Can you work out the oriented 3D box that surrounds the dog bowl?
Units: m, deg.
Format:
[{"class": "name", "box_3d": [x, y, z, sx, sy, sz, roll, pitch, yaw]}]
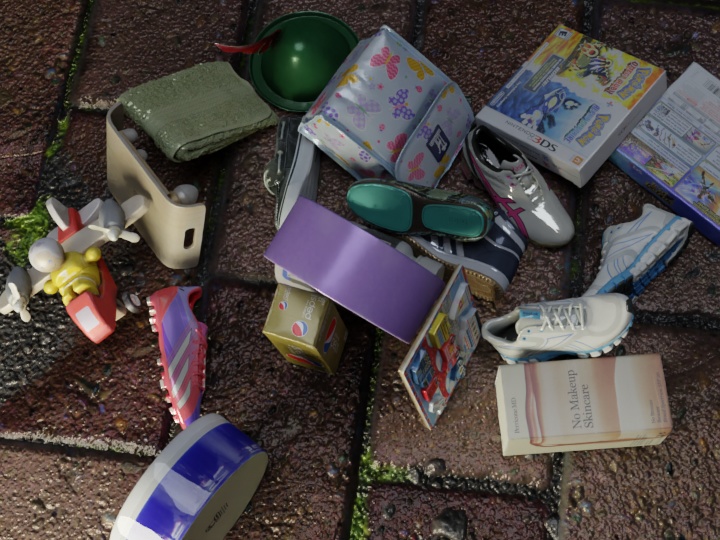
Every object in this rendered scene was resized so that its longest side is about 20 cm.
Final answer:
[{"class": "dog bowl", "box_3d": [-0.198, 0.271, 1.345, 0.079, 0.200, 0.200, 34, 74, 14]}]

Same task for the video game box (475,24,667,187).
[{"class": "video game box", "box_3d": [0.290, -0.231, 1.582, 0.182, 0.047, 0.200, 33, 73, 29]}]

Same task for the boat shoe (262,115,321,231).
[{"class": "boat shoe", "box_3d": [-0.099, -0.128, 1.580, 0.071, 0.072, 0.200, 2, 57, 13]}]

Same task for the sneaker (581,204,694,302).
[{"class": "sneaker", "box_3d": [0.339, -0.010, 1.497, 0.200, 0.075, 0.087, -41, 57, -15]}]

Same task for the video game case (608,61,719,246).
[{"class": "video game case", "box_3d": [0.472, -0.161, 1.562, 0.181, 0.045, 0.200, -43, 71, -14]}]

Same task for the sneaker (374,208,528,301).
[{"class": "sneaker", "box_3d": [0.125, -0.045, 1.526, 0.200, 0.070, 0.109, 26, 64, 20]}]

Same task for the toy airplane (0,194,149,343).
[{"class": "toy airplane", "box_3d": [-0.381, -0.020, 1.506, 0.199, 0.141, 0.200, 13, 82, 29]}]

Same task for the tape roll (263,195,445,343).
[{"class": "tape roll", "box_3d": [-0.007, -0.001, 1.331, 0.200, 0.200, 0.085, 30, 88, 15]}]

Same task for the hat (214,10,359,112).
[{"class": "hat", "box_3d": [-0.084, -0.328, 1.590, 0.166, 0.176, 0.200, 12, 67, 6]}]

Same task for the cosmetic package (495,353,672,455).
[{"class": "cosmetic package", "box_3d": [0.273, 0.166, 1.419, 0.200, 0.087, 0.103, -6, 69, 1]}]

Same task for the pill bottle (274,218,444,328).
[{"class": "pill bottle", "box_3d": [0.000, 0.000, 1.490, 0.200, 0.114, 0.114, 22, 71, 12]}]

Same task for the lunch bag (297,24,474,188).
[{"class": "lunch bag", "box_3d": [0.049, -0.202, 1.554, 0.200, 0.127, 0.170, 40, 74, -16]}]

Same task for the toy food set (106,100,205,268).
[{"class": "toy food set", "box_3d": [-0.276, -0.113, 1.540, 0.060, 0.144, 0.200, -28, 67, -27]}]

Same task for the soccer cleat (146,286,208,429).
[{"class": "soccer cleat", "box_3d": [-0.226, 0.110, 1.488, 0.076, 0.067, 0.200, -13, 65, -7]}]

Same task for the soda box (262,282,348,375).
[{"class": "soda box", "box_3d": [-0.065, 0.076, 1.414, 0.068, 0.200, 0.064, 16, 77, 10]}]

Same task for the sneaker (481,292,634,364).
[{"class": "sneaker", "box_3d": [0.237, 0.068, 1.409, 0.200, 0.087, 0.075, -21, 55, 34]}]

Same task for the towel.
[{"class": "towel", "box_3d": [-0.225, -0.227, 1.598, 0.148, 0.036, 0.200, 44, 47, 20]}]

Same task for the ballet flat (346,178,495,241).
[{"class": "ballet flat", "box_3d": [0.081, -0.080, 1.484, 0.200, 0.074, 0.074, 16, 69, 21]}]

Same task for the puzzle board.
[{"class": "puzzle board", "box_3d": [0.106, 0.099, 1.396, 0.017, 0.200, 0.151, 23, 71, 23]}]

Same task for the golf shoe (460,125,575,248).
[{"class": "golf shoe", "box_3d": [0.209, -0.110, 1.533, 0.073, 0.092, 0.200, -42, 76, -12]}]
